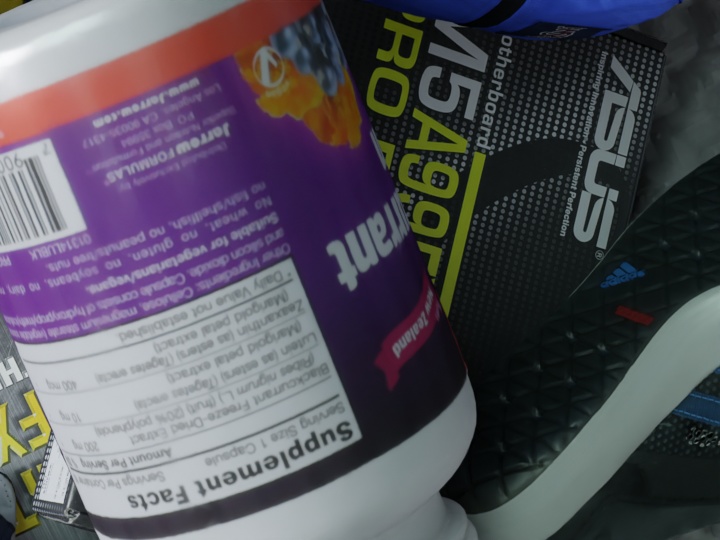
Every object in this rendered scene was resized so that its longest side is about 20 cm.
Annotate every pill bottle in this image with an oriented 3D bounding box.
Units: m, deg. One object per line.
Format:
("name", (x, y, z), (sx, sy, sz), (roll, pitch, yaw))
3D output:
("pill bottle", (-0.034, 0.016, 0.620), (0.111, 0.111, 0.201), (-17, 103, 19))

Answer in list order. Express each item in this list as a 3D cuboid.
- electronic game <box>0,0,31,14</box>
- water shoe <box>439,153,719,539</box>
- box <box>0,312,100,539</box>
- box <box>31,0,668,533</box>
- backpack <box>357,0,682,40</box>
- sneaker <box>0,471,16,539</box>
("electronic game", (-0.073, -0.104, 0.751), (0.041, 0.200, 0.201), (29, 90, 20))
("water shoe", (0.106, 0.030, 0.713), (0.200, 0.079, 0.071), (-38, 34, -14))
("box", (-0.134, 0.087, 0.753), (0.199, 0.048, 0.159), (-24, 96, 3))
("box", (0.000, 0.000, 0.722), (0.044, 0.159, 0.201), (-7, 67, 68))
("backpack", (0.063, -0.150, 0.656), (0.199, 0.162, 0.169), (10, 94, -14))
("sneaker", (-0.175, 0.063, 0.689), (0.108, 0.070, 0.201), (-27, 104, 8))
